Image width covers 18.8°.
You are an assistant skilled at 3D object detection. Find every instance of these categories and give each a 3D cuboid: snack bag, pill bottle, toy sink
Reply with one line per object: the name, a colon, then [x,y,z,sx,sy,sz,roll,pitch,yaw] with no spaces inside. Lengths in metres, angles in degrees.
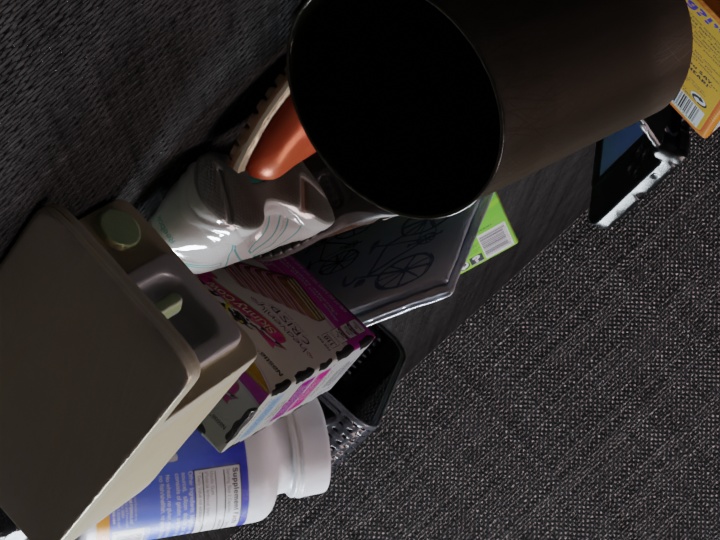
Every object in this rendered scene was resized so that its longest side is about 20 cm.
snack bag: [0.000,0.000,1.681,0.199,0.021,0.189,-19,-158,22]
pill bottle: [-0.129,0.145,1.673,0.199,0.113,0.112,-8,161,-16]
toy sink: [-0.150,0.047,1.266,0.112,0.130,0.200,-34,167,-49]

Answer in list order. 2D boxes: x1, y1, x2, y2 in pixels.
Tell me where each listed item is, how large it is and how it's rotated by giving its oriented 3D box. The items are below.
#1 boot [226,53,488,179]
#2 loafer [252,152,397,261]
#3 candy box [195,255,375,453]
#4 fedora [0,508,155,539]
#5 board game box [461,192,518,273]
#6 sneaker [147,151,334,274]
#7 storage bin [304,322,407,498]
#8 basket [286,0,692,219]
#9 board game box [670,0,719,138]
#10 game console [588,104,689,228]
boot: [0.012,-0.105,1.355,0.200,0.107,0.075,-39,173,-17]
loafer: [0.001,-0.069,1.542,0.199,0.073,0.071,-18,-173,7]
candy box: [-0.086,0.038,1.512,0.061,0.136,0.200,-49,171,22]
fedora: [-0.266,0.250,1.812,0.201,0.200,0.092,-44,-155,9]
board game box: [0.064,-0.058,1.802,0.095,0.030,0.200,-28,148,1]
sneaker: [-0.084,-0.039,1.410,0.080,0.071,0.200,-36,170,23]
storage bin: [-0.050,0.086,1.833,0.094,0.135,0.200,-46,-174,21]
basket: [0.090,-0.122,1.271,0.199,0.180,0.137,-19,118,-37]
board game box: [0.242,-0.244,1.406,0.200,0.200,0.200,-41,172,-7]
game console: [0.188,-0.165,1.622,0.176,0.116,0.201,-47,-154,50]
